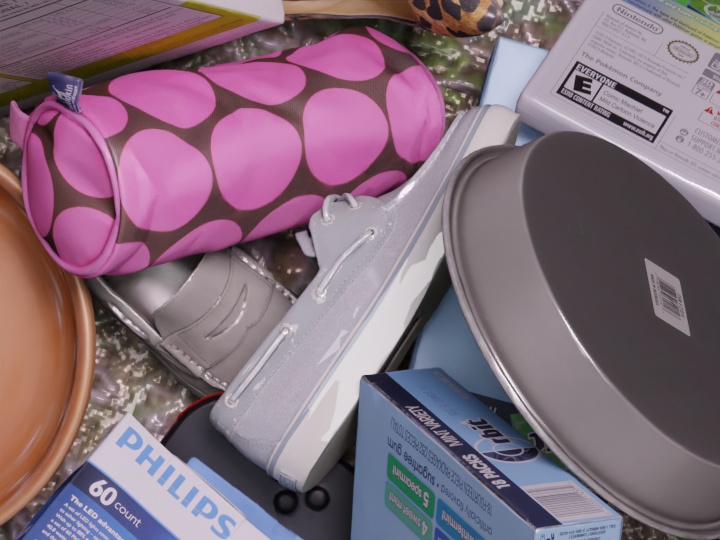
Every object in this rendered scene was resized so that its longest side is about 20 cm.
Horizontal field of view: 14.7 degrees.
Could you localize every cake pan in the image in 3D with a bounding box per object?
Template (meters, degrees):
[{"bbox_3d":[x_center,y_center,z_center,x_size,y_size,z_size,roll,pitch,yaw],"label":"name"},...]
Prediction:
[{"bbox_3d":[0.118,0.021,1.215,0.037,0.200,0.201,-38,84,30],"label":"cake pan"}]

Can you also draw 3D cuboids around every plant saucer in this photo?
[{"bbox_3d":[-0.217,0.034,1.317,0.199,0.037,0.202,0,92,12],"label":"plant saucer"}]

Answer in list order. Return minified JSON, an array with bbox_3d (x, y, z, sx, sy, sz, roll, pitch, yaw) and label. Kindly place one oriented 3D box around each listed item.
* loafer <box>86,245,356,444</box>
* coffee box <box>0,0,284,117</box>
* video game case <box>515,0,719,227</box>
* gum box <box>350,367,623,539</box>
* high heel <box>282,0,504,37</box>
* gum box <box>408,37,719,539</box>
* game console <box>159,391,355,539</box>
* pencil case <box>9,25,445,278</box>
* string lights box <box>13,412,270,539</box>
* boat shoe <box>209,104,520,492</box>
[{"bbox_3d":[-0.077,0.017,1.328,0.199,0.070,0.070,33,82,3],"label":"loafer"},{"bbox_3d":[-0.179,-0.188,1.254,0.199,0.197,0.201,-15,81,26],"label":"coffee box"},{"bbox_3d":[0.200,-0.091,1.329,0.199,0.022,0.183,28,56,10],"label":"video game case"},{"bbox_3d":[0.046,0.166,1.201,0.044,0.170,0.201,-5,110,-24],"label":"gum box"},{"bbox_3d":[-0.024,-0.125,1.306,0.142,0.200,0.072,-31,126,-11],"label":"high heel"},{"bbox_3d":[0.120,0.009,1.336,0.169,0.045,0.201,16,78,0],"label":"gum box"},{"bbox_3d":[-0.057,0.176,1.308,0.177,0.031,0.200,38,92,0],"label":"game console"},{"bbox_3d":[-0.061,-0.062,1.298,0.199,0.091,0.094,-13,38,-37],"label":"pencil case"},{"bbox_3d":[-0.128,0.170,1.214,0.103,0.059,0.200,41,55,-3],"label":"string lights box"},{"bbox_3d":[0.000,0.001,1.273,0.071,0.070,0.201,31,83,10],"label":"boat shoe"}]
